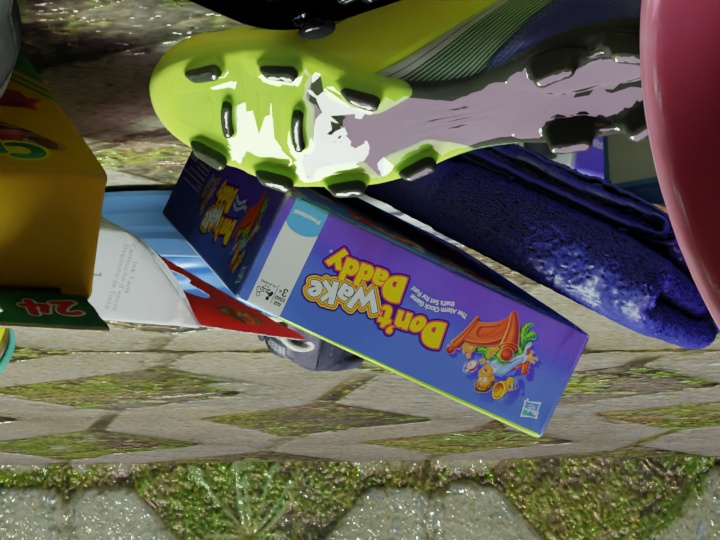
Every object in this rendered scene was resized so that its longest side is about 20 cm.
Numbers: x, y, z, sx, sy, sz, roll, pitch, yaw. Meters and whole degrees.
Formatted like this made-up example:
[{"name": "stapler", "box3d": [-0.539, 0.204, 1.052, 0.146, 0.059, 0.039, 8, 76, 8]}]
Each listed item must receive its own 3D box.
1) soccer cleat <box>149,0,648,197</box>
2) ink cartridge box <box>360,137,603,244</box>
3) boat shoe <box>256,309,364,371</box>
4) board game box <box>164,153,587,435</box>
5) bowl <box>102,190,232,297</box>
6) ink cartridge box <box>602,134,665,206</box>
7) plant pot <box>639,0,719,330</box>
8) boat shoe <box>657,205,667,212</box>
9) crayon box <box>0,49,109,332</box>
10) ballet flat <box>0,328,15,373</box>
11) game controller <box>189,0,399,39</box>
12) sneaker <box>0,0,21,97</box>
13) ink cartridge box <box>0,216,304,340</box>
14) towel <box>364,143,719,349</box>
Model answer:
[{"name": "soccer cleat", "box3d": [0.024, -0.077, 0.923, 0.199, 0.084, 0.065, -5, 130, 10]}, {"name": "ink cartridge box", "box3d": [0.119, -0.045, 1.240, 0.199, 0.044, 0.198, -11, 167, 37]}, {"name": "boat shoe", "box3d": [-0.029, 0.005, 1.299, 0.075, 0.093, 0.200, 36, -170, 27]}, {"name": "board game box", "box3d": [0.000, 0.000, 1.052, 0.134, 0.045, 0.200, 25, -176, -15]}, {"name": "bowl", "box3d": [-0.118, -0.010, 1.419, 0.199, 0.040, 0.201, -2, 171, 0]}, {"name": "ink cartridge box", "box3d": [0.203, -0.059, 1.085, 0.116, 0.068, 0.200, -8, 168, 36]}, {"name": "plant pot", "box3d": [0.211, -0.058, 0.781, 0.178, 0.201, 0.200, -14, 176, -21]}, {"name": "boat shoe", "box3d": [0.198, -0.011, 1.209, 0.076, 0.072, 0.200, -39, 151, 16]}, {"name": "crayon box", "box3d": [-0.169, -0.038, 0.921, 0.126, 0.051, 0.200, 2, -158, -22]}, {"name": "ballet flat", "box3d": [-0.205, -0.001, 1.112, 0.067, 0.067, 0.200, 38, 178, -27]}, {"name": "game controller", "box3d": [-0.030, -0.114, 0.794, 0.104, 0.042, 0.200, -6, 170, 27]}, {"name": "sneaker", "box3d": [-0.207, -0.099, 0.816, 0.199, 0.075, 0.106, 0, 159, -14]}, {"name": "ink cartridge box", "box3d": [-0.137, -0.025, 1.098, 0.199, 0.057, 0.162, 2, -160, -46]}, {"name": "towel", "box3d": [0.057, -0.033, 1.049, 0.199, 0.050, 0.148, 28, -175, 19]}]
